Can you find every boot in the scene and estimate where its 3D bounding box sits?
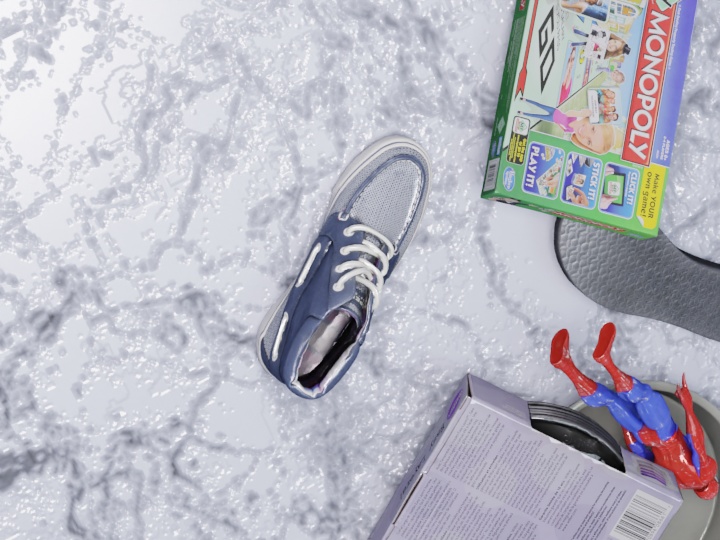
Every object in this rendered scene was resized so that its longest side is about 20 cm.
[{"bbox_3d":[0.000,0.000,1.519,0.073,0.090,0.200,28,93,-20],"label":"boot"}]

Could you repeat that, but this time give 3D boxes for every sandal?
[{"bbox_3d":[0.221,0.002,1.620,0.200,0.043,0.076,28,100,-28],"label":"sandal"}]

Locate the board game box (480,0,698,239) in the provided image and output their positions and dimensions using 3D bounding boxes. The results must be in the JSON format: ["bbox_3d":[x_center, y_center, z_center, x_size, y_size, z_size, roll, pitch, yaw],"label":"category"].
[{"bbox_3d":[0.169,-0.135,1.548,0.134,0.029,0.200,13,81,-19],"label":"board game box"}]

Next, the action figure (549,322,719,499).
[{"bbox_3d":[0.215,0.110,1.583,0.200,0.065,0.052,50,42,-33],"label":"action figure"}]

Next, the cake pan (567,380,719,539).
[{"bbox_3d":[0.205,0.178,1.649,0.200,0.037,0.201,-4,102,-17],"label":"cake pan"}]

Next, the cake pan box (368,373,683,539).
[{"bbox_3d":[0.114,0.194,1.577,0.184,0.052,0.200,24,109,-11],"label":"cake pan box"}]
